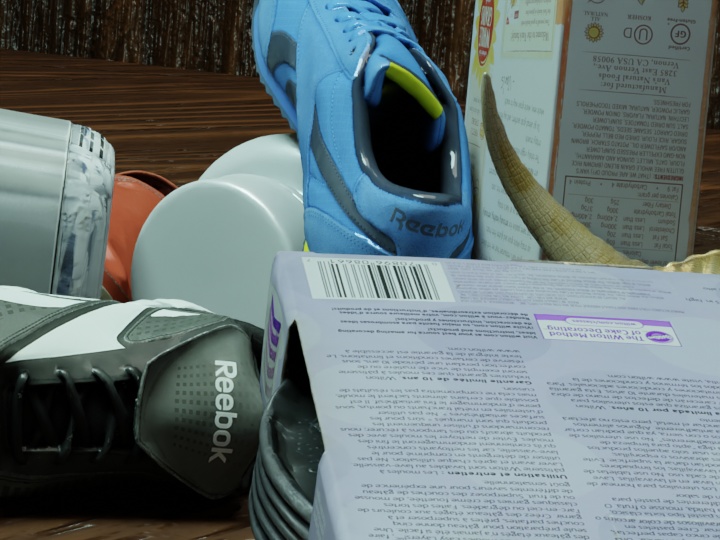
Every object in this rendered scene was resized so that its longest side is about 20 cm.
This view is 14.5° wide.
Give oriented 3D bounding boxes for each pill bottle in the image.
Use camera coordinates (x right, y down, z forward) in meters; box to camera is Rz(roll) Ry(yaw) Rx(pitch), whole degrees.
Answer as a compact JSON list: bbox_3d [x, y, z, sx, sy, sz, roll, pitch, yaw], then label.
[{"bbox_3d":[0.000,0.000,1.111,0.109,0.110,0.199,9,8,33],"label":"pill bottle"}]

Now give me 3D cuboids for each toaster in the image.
[{"bbox_3d":[-0.162,-0.011,1.079,0.128,0.115,0.200,6,3,-6],"label":"toaster"}]

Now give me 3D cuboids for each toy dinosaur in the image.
[{"bbox_3d":[0.099,0.031,0.898,0.199,0.101,0.058,32,-18,1],"label":"toy dinosaur"}]

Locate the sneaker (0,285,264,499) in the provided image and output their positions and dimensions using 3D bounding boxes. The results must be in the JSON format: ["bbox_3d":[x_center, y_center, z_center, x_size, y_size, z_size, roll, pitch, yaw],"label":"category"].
[{"bbox_3d":[-0.078,0.040,0.903,0.090,0.067,0.199,7,5,37],"label":"sneaker"}]

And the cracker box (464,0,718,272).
[{"bbox_3d":[0.073,-0.024,0.975,0.057,0.202,0.134,5,7,-11],"label":"cracker box"}]

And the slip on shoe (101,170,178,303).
[{"bbox_3d":[-0.114,-0.014,1.272,0.074,0.061,0.200,39,8,2],"label":"slip on shoe"}]

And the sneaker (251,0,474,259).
[{"bbox_3d":[0.007,-0.066,1.021,0.065,0.079,0.201,7,43,-18],"label":"sneaker"}]

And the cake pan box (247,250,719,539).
[{"bbox_3d":[0.070,0.055,0.768,0.198,0.053,0.184,3,22,-10],"label":"cake pan box"}]
